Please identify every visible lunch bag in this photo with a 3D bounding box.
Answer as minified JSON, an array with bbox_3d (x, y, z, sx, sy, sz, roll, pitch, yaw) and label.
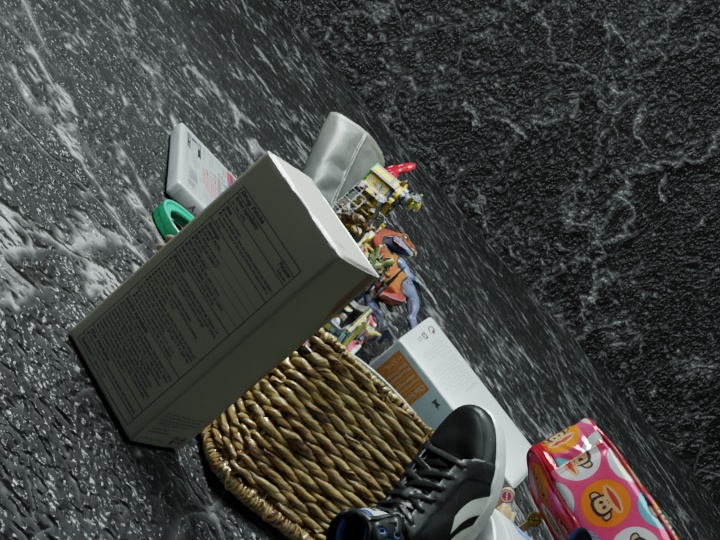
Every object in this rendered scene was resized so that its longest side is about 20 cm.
[{"bbox_3d":[0.230,0.251,1.199,0.201,0.081,0.176,60,-7,28],"label":"lunch bag"}]

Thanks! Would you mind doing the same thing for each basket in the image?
[{"bbox_3d":[-0.051,0.146,1.063,0.200,0.150,0.142,43,-21,-33],"label":"basket"}]

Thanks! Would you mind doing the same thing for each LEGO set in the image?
[{"bbox_3d":[0.000,0.000,1.277,0.116,0.154,0.200,40,36,7],"label":"LEGO set"}]

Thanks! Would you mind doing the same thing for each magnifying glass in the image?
[{"bbox_3d":[-0.132,0.010,1.280,0.200,0.022,0.080,51,11,-7],"label":"magnifying glass"}]

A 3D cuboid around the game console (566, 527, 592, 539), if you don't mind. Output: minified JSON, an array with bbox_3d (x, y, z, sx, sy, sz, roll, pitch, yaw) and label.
[{"bbox_3d":[0.211,0.320,1.008,0.170,0.118,0.201,-9,-78,64],"label":"game console"}]

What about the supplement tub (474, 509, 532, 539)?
[{"bbox_3d":[0.117,0.289,1.094,0.200,0.132,0.132,44,13,-34],"label":"supplement tub"}]

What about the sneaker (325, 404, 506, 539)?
[{"bbox_3d":[0.040,0.182,0.990,0.073,0.201,0.112,15,-17,40],"label":"sneaker"}]

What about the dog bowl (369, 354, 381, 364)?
[{"bbox_3d":[0.096,0.170,1.570,0.200,0.059,0.200,48,13,-14],"label":"dog bowl"}]

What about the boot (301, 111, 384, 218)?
[{"bbox_3d":[-0.060,-0.082,1.364,0.072,0.201,0.182,17,-20,37],"label":"boot"}]

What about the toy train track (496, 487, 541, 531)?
[{"bbox_3d":[0.175,0.270,1.262,0.201,0.032,0.115,53,11,3],"label":"toy train track"}]

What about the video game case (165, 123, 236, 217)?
[{"bbox_3d":[-0.149,-0.067,1.455,0.182,0.023,0.200,46,11,-22],"label":"video game case"}]

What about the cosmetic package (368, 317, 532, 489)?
[{"bbox_3d":[0.092,0.166,1.420,0.200,0.101,0.071,51,40,6],"label":"cosmetic package"}]

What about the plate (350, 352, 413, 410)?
[{"bbox_3d":[0.012,0.149,1.229,0.200,0.026,0.201,41,-21,19],"label":"plate"}]

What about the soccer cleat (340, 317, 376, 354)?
[{"bbox_3d":[-0.033,0.066,1.397,0.076,0.067,0.200,37,11,1],"label":"soccer cleat"}]

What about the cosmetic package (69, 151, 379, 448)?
[{"bbox_3d":[-0.097,0.024,0.914,0.106,0.200,0.071,56,13,24],"label":"cosmetic package"}]

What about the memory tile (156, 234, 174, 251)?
[{"bbox_3d":[-0.092,0.039,1.157,0.200,0.017,0.153,46,-20,-17],"label":"memory tile"}]

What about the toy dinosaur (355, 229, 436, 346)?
[{"bbox_3d":[0.046,0.005,1.560,0.201,0.104,0.183,101,-16,-57],"label":"toy dinosaur"}]

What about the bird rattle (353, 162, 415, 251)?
[{"bbox_3d":[-0.010,-0.044,1.524,0.112,0.200,0.164,27,52,-21],"label":"bird rattle"}]
